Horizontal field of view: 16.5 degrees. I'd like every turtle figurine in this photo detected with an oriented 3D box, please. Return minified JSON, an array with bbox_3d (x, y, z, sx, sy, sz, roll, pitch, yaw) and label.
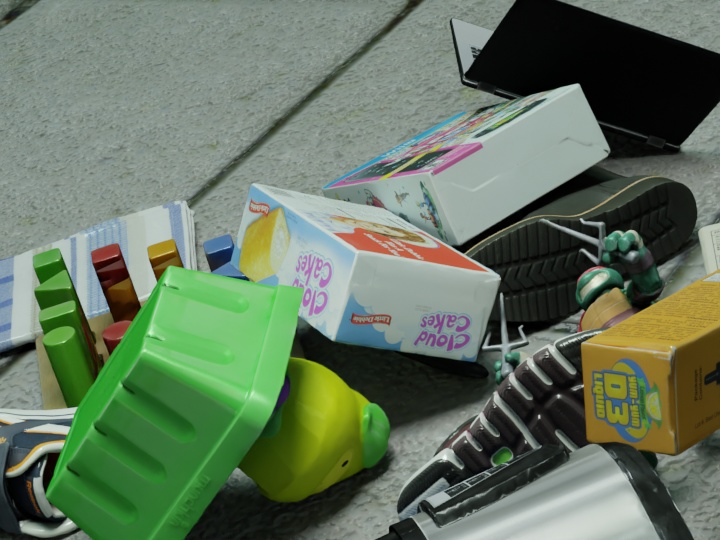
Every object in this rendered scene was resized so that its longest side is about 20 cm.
[{"bbox_3d":[0.167,0.042,1.654,0.101,0.150,0.200,12,30,-27],"label":"turtle figurine"}]

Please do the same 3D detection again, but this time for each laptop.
[{"bbox_3d":[0.183,-0.179,1.952,0.187,0.116,0.200,17,25,-12],"label":"laptop"}]

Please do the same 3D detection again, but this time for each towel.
[{"bbox_3d":[-0.228,0.010,2.033,0.200,0.024,0.147,-18,30,3],"label":"towel"}]

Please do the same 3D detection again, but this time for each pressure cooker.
[{"bbox_3d":[0.087,0.202,1.350,0.200,0.176,0.179,-22,30,-6],"label":"pressure cooker"}]

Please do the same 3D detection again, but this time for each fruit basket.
[{"bbox_3d":[-0.079,0.110,1.641,0.215,0.216,0.156,-8,36,17],"label":"fruit basket"}]

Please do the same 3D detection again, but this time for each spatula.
[{"bbox_3d":[0.018,0.045,1.813,0.200,0.021,0.056,25,11,39],"label":"spatula"}]

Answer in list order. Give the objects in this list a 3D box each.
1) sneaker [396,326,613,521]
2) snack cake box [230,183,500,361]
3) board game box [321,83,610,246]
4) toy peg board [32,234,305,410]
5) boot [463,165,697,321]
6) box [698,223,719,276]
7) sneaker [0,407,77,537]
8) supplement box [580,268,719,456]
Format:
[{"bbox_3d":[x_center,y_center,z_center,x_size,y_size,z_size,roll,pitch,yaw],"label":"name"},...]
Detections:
[{"bbox_3d":[0.109,0.093,1.588,0.200,0.076,0.116,-36,4,13],"label":"sneaker"},{"bbox_3d":[0.000,0.000,1.766,0.115,0.067,0.200,11,10,-26],"label":"snack cake box"},{"bbox_3d":[0.078,-0.074,1.901,0.147,0.064,0.200,-30,9,-22],"label":"board game box"},{"bbox_3d":[-0.154,0.039,1.859,0.199,0.098,0.200,-18,28,-2],"label":"toy peg board"},{"bbox_3d":[0.133,-0.025,1.853,0.200,0.078,0.138,-17,20,-24],"label":"boot"},{"bbox_3d":[0.281,0.041,1.629,0.095,0.078,0.200,-12,29,11],"label":"box"},{"bbox_3d":[-0.247,0.143,1.746,0.200,0.079,0.079,-11,28,15],"label":"sneaker"},{"bbox_3d":[0.207,0.046,1.454,0.069,0.067,0.200,6,18,35],"label":"supplement box"}]
